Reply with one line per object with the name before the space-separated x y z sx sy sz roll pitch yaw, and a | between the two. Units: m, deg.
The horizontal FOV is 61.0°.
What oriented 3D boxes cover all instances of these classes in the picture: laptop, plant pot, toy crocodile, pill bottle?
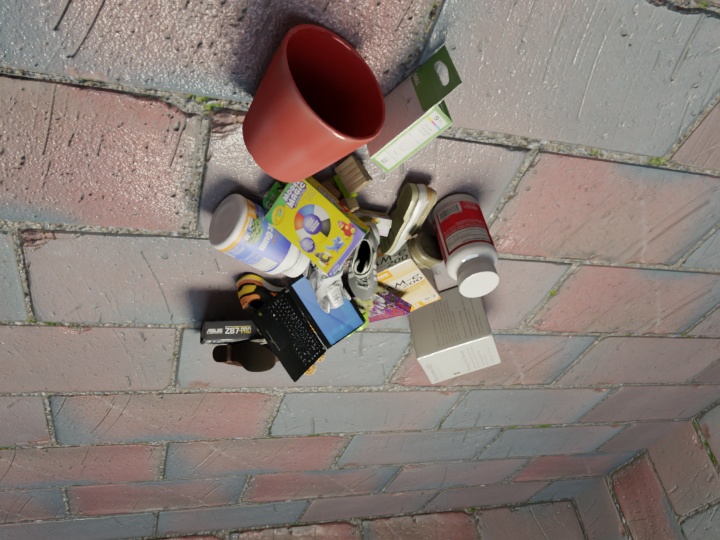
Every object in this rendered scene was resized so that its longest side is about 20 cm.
laptop | -0.113 0.110 1.367 0.103 0.200 0.179 -29 98 43
plant pot | -0.086 -0.245 0.965 0.198 0.205 0.176 19 145 -35
toy crocodile | -0.056 0.126 1.497 0.061 0.069 0.198 -32 -170 -35
pill bottle | 0.222 -0.052 1.284 0.109 0.203 0.113 -8 144 -6
pill bottle | -0.194 -0.061 1.224 0.111 0.114 0.198 -34 139 27

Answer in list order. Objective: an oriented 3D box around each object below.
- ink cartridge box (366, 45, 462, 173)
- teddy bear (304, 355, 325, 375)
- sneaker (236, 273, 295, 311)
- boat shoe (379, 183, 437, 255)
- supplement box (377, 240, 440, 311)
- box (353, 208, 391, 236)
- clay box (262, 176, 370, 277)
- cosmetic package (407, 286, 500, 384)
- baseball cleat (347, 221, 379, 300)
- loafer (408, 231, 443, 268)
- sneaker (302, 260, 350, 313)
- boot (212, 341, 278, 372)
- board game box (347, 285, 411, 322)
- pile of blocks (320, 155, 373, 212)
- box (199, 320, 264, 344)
ink cartridge box | 0.095 -0.271 1.043 0.199 0.106 0.059 -36 138 27
teddy bear | -0.165 0.212 1.601 0.144 0.067 0.201 35 142 2
sneaker | -0.202 0.082 1.425 0.198 0.092 0.070 25 130 -39
boat shoe | 0.100 -0.100 1.291 0.067 0.076 0.201 1 146 -22
supplement box | 0.095 0.019 1.444 0.124 0.075 0.200 -25 141 16
box | -0.030 -0.109 1.262 0.196 0.042 0.039 8 113 -24
clay box | -0.092 -0.097 1.153 0.199 0.048 0.115 40 112 -1
cosmetic package | 0.242 0.165 1.600 0.196 0.169 0.168 -19 143 11
baseball cleat | 0.000 0.000 1.266 0.068 0.107 0.203 7 129 8
loafer | 0.142 -0.037 1.329 0.067 0.077 0.199 -29 170 20
sneaker | -0.057 0.019 1.287 0.074 0.117 0.199 -28 -178 -23
boot | -0.222 0.202 1.448 0.183 0.066 0.199 6 174 30
board game box | 0.017 0.082 1.458 0.118 0.033 0.199 25 156 -27
pile of blocks | -0.042 -0.129 1.201 0.202 0.081 0.062 -60 162 19
box | -0.296 0.148 1.448 0.157 0.050 0.200 2 170 -16
